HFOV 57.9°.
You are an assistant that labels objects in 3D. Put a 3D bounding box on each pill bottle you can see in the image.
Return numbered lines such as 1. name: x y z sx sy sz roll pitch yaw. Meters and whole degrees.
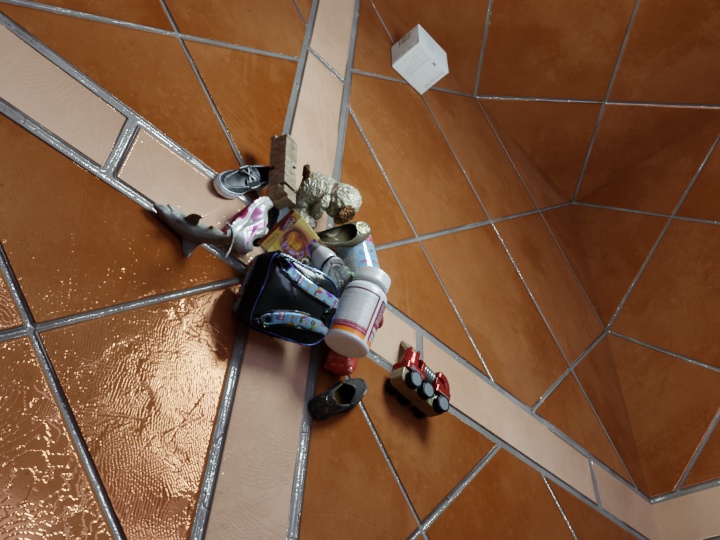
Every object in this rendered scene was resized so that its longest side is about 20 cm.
1. pill bottle: -0.002 0.095 1.525 0.109 0.109 0.201 40 55 -26
2. pill bottle: 0.000 0.000 1.779 0.108 0.108 0.201 14 52 -48

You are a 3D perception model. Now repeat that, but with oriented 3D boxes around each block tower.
1. block tower: -0.199 -0.259 1.671 0.054 0.057 0.201 40 40 -52

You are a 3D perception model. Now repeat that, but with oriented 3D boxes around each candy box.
1. candy box: -0.142 -0.037 1.556 0.056 0.117 0.200 38 -12 47

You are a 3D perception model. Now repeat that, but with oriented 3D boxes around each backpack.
1. backpack: -0.156 0.068 1.441 0.199 0.134 0.184 25 78 -33

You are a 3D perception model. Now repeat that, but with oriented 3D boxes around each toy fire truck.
1. toy fire truck: 0.160 0.279 1.775 0.176 0.128 0.201 43 45 -23

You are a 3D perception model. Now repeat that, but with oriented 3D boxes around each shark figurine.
1. shark figurine: -0.340 -0.065 1.385 0.090 0.213 0.128 -64 159 -12

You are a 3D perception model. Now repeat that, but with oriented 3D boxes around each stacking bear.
1. stacking bear: -0.025 0.170 1.605 0.120 0.114 0.201 13 51 10

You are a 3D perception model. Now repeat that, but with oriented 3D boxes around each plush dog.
1. plush dog: -0.080 -0.199 1.745 0.170 0.161 0.201 14 39 1

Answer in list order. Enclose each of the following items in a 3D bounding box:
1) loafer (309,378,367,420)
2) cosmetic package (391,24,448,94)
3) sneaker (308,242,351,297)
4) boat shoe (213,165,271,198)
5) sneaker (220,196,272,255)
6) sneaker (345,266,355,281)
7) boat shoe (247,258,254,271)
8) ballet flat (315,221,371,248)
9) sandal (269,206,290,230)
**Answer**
1. loafer: -0.034 0.293 1.520 0.073 0.072 0.200 60 31 6
2. cosmetic package: 0.261 -0.929 2.864 0.200 0.167 0.167 35 38 -31
3. sneaker: -0.077 0.006 1.549 0.080 0.201 0.076 39 67 23
4. boat shoe: -0.283 -0.230 1.627 0.200 0.068 0.072 -19 79 -58
5. sneaker: -0.260 -0.102 1.550 0.088 0.081 0.200 50 41 -15
6. sneaker: -0.043 0.014 1.688 0.199 0.078 0.085 30 29 6
7. boat shoe: -0.190 0.046 1.538 0.200 0.063 0.073 38 74 -21
8. ballet flat: -0.063 -0.093 1.730 0.199 0.046 0.068 -14 63 -16
9. sandal: -0.205 -0.120 1.675 0.076 0.043 0.201 41 26 -37
